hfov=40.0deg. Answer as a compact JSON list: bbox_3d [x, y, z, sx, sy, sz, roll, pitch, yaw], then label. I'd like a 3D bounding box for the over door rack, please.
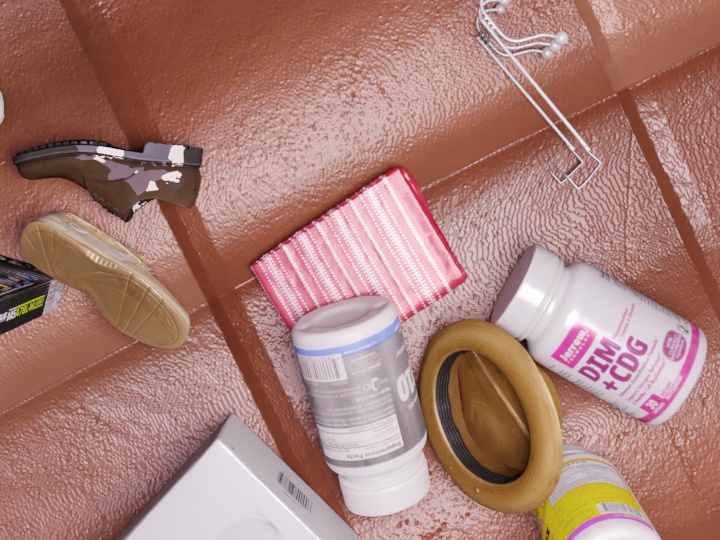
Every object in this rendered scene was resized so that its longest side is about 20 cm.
[{"bbox_3d":[0.183,-0.185,0.982,0.066,0.148,0.202,-29,93,8],"label":"over door rack"}]

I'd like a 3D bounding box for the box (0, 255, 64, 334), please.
[{"bbox_3d":[-0.415,0.008,0.977,0.190,0.200,0.048,19,97,0],"label":"box"}]

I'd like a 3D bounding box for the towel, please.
[{"bbox_3d":[0.000,0.000,1.059,0.198,0.022,0.146,-32,95,5],"label":"towel"}]

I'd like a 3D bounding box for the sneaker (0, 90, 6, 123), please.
[{"bbox_3d":[-0.457,-0.215,1.023,0.199,0.076,0.076,40,92,-3],"label":"sneaker"}]

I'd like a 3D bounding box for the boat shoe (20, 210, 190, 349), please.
[{"bbox_3d":[-0.256,0.002,1.038,0.199,0.069,0.074,38,118,-7],"label":"boat shoe"}]

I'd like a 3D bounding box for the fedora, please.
[{"bbox_3d":[0.147,0.143,1.021,0.081,0.199,0.205,-13,95,-42],"label":"fedora"}]

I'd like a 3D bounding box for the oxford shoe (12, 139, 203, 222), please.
[{"bbox_3d":[-0.266,-0.094,1.032,0.196,0.073,0.086,4,96,1],"label":"oxford shoe"}]

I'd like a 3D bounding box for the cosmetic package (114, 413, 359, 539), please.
[{"bbox_3d":[-0.137,0.300,1.031,0.199,0.123,0.200,44,93,-3],"label":"cosmetic package"}]

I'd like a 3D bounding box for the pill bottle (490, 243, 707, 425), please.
[{"bbox_3d":[0.241,0.063,1.014,0.198,0.113,0.115,29,94,-1],"label":"pill bottle"}]

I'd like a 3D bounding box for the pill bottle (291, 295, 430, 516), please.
[{"bbox_3d":[0.005,0.139,1.015,0.112,0.114,0.204,-14,104,2],"label":"pill bottle"}]

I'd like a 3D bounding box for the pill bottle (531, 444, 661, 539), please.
[{"bbox_3d":[0.228,0.250,0.979,0.102,0.200,0.106,0,105,-2],"label":"pill bottle"}]
